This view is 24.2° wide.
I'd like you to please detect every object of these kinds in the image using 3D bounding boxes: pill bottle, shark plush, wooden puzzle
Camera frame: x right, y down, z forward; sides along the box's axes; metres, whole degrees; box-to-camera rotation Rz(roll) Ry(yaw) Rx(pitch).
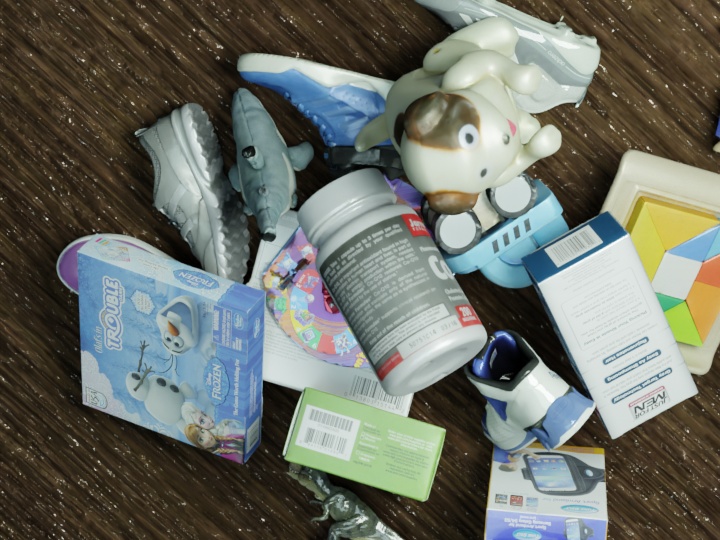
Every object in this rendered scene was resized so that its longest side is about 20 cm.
[{"bbox_3d":[0.027,0.009,1.615,0.114,0.114,0.201,-34,74,14],"label":"pill bottle"},{"bbox_3d":[-0.107,-0.093,1.647,0.090,0.201,0.084,-9,130,15],"label":"shark plush"},{"bbox_3d":[0.305,-0.002,1.652,0.184,0.037,0.201,14,108,-19],"label":"wooden puzzle"}]

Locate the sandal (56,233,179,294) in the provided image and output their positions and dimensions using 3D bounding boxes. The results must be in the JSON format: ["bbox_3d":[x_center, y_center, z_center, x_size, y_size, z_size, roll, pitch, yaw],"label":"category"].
[{"bbox_3d":[-0.224,0.017,1.756,0.201,0.050,0.083,18,106,2],"label":"sandal"}]

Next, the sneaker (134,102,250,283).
[{"bbox_3d":[-0.172,-0.067,1.725,0.081,0.075,0.202,-15,93,20],"label":"sneaker"}]

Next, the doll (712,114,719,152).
[{"bbox_3d":[0.411,-0.200,1.620,0.135,0.048,0.201,18,100,3],"label":"doll"}]

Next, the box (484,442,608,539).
[{"bbox_3d":[0.187,0.228,1.683,0.118,0.200,0.042,4,105,5],"label":"box"}]

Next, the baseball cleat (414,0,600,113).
[{"bbox_3d":[0.131,-0.215,1.639,0.199,0.070,0.107,21,105,2],"label":"baseball cleat"}]

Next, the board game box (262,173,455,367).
[{"bbox_3d":[0.000,0.000,1.699,0.158,0.039,0.200,39,91,2],"label":"board game box"}]

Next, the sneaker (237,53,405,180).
[{"bbox_3d":[-0.034,-0.148,1.674,0.198,0.077,0.112,13,97,-3],"label":"sneaker"}]

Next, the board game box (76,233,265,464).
[{"bbox_3d":[-0.195,0.082,1.716,0.198,0.043,0.201,18,128,19],"label":"board game box"}]

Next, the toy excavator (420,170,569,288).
[{"bbox_3d":[0.182,-0.026,1.676,0.194,0.100,0.201,-32,107,2],"label":"toy excavator"}]

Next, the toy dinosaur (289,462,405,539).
[{"bbox_3d":[-0.008,0.284,1.806,0.199,0.047,0.088,34,100,-6],"label":"toy dinosaur"}]

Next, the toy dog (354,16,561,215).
[{"bbox_3d":[0.085,-0.136,1.538,0.192,0.200,0.141,-6,112,4],"label":"toy dog"}]

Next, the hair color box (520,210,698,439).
[{"bbox_3d":[0.240,0.054,1.615,0.100,0.061,0.201,-28,118,1],"label":"hair color box"}]

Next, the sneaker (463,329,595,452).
[{"bbox_3d":[0.155,0.113,1.667,0.081,0.199,0.115,-43,93,-13],"label":"sneaker"}]

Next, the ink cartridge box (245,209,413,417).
[{"bbox_3d":[-0.024,0.044,1.742,0.198,0.045,0.178,17,89,2],"label":"ink cartridge box"}]

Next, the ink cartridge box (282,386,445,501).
[{"bbox_3d":[0.004,0.176,1.710,0.147,0.200,0.076,17,86,1],"label":"ink cartridge box"}]
